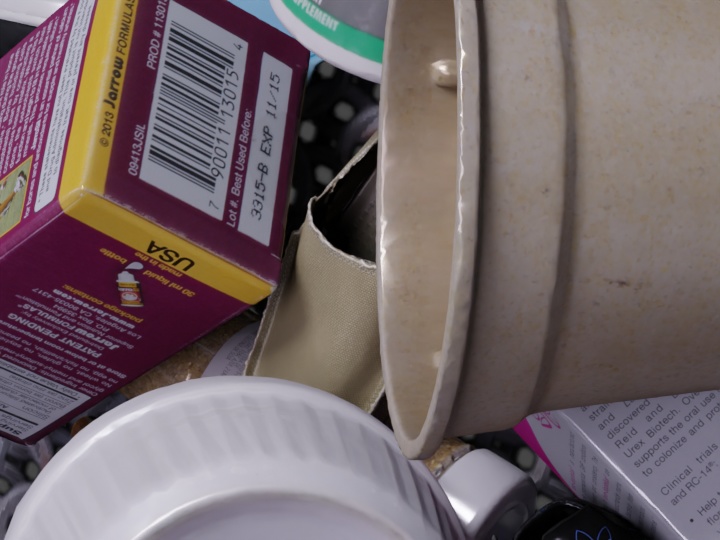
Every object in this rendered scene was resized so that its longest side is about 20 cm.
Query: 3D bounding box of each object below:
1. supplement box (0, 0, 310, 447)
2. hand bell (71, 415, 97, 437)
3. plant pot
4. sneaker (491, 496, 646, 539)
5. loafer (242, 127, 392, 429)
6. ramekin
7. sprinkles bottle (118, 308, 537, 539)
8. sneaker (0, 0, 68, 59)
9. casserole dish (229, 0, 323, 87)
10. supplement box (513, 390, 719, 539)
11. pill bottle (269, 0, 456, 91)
[{"bbox_3d":[-0.124,-0.025,1.058,0.200,0.103,0.131,-31,42,44],"label":"supplement box"},{"bbox_3d":[-0.089,0.113,1.104,0.200,0.104,0.105,35,114,54],"label":"hand bell"},{"bbox_3d":[0.108,-0.032,0.850,0.183,0.200,0.201,2,97,-7],"label":"plant pot"},{"bbox_3d":[0.083,0.130,0.972,0.070,0.200,0.078,-31,89,-14],"label":"sneaker"},{"bbox_3d":[0.000,0.000,1.008,0.076,0.067,0.201,33,103,26],"label":"loafer"},{"bbox_3d":[-0.043,0.148,0.956,0.201,0.094,0.203,-2,101,-11],"label":"ramekin"},{"bbox_3d":[-0.018,0.074,1.084,0.200,0.068,0.068,31,109,25],"label":"sprinkles bottle"},{"bbox_3d":[-0.173,-0.086,1.156,0.200,0.073,0.112,13,106,47],"label":"sneaker"},{"bbox_3d":[-0.054,-0.172,1.099,0.121,0.039,0.201,-16,87,32],"label":"casserole dish"},{"bbox_3d":[0.150,0.077,0.946,0.103,0.101,0.200,-42,72,-10],"label":"supplement box"},{"bbox_3d":[0.041,-0.178,0.931,0.113,0.113,0.201,35,125,23],"label":"pill bottle"}]
